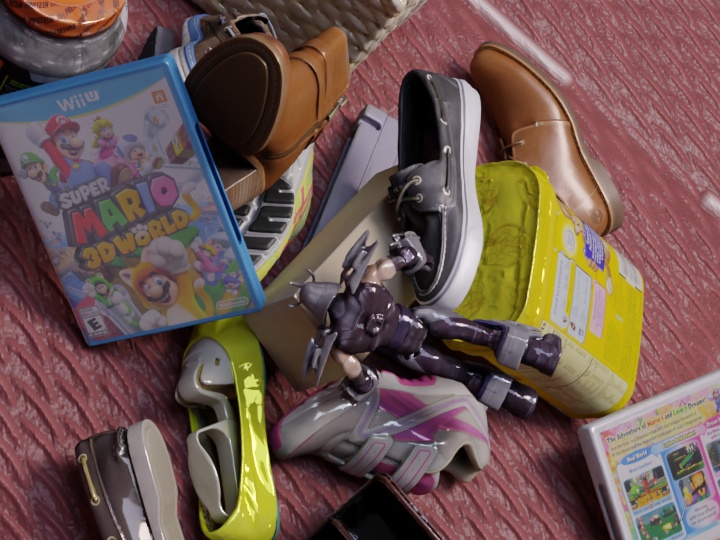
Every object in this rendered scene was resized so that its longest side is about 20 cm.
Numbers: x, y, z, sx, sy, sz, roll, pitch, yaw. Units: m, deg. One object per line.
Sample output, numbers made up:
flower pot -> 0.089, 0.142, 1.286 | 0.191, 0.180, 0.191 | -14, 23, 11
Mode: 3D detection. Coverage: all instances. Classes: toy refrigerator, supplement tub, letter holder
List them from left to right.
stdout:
supplement tub -> -0.244, -0.167, 1.411 | 0.122, 0.200, 0.123 | 13, 60, -23
toy refrigerator -> 0.000, 0.000, 1.484 | 0.076, 0.070, 0.200 | 55, 47, -15
letter holder -> 0.046, 0.249, 1.366 | 0.100, 0.142, 0.200 | -41, 87, -7

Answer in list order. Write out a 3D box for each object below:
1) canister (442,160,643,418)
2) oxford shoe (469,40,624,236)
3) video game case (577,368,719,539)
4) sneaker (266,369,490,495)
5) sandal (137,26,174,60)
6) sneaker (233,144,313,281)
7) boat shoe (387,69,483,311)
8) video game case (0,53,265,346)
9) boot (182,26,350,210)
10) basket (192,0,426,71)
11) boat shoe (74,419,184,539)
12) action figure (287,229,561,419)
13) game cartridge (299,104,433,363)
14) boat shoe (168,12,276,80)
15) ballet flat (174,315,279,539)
canister -> 0.146, 0.022, 1.532 | 0.200, 0.086, 0.149 | 35, 57, -50
oxford shoe -> 0.148, -0.108, 1.675 | 0.071, 0.071, 0.200 | -28, 81, -31
video game case -> 0.280, 0.185, 1.588 | 0.199, 0.024, 0.183 | -18, 90, -34
sneaker -> 0.024, 0.128, 1.474 | 0.199, 0.081, 0.089 | -5, 66, -29
sandal -> -0.152, -0.090, 1.504 | 0.043, 0.076, 0.201 | 4, 73, -24
sneaker -> -0.077, -0.037, 1.501 | 0.078, 0.091, 0.200 | 12, 48, 16
boat shoe -> 0.050, -0.065, 1.458 | 0.066, 0.070, 0.201 | 22, 61, -30
video game case -> -0.165, -0.046, 1.378 | 0.018, 0.142, 0.201 | -70, 144, -60
boot -> -0.057, -0.134, 1.394 | 0.074, 0.200, 0.155 | 43, 56, 8
basket -> -0.030, -0.279, 1.588 | 0.200, 0.198, 0.161 | 43, 55, -2
boat shoe -> -0.152, 0.208, 1.350 | 0.059, 0.072, 0.201 | -15, 83, 9
action figure -> 0.039, 0.046, 1.379 | 0.199, 0.131, 0.069 | 21, 19, -14
game cartridge -> 0.025, -0.028, 1.588 | 0.129, 0.038, 0.201 | 32, 54, -14
boat shoe -> -0.098, -0.164, 1.512 | 0.200, 0.072, 0.073 | -86, 156, -71
ballet flat -> -0.103, 0.109, 1.420 | 0.067, 0.067, 0.201 | 13, 59, -47
